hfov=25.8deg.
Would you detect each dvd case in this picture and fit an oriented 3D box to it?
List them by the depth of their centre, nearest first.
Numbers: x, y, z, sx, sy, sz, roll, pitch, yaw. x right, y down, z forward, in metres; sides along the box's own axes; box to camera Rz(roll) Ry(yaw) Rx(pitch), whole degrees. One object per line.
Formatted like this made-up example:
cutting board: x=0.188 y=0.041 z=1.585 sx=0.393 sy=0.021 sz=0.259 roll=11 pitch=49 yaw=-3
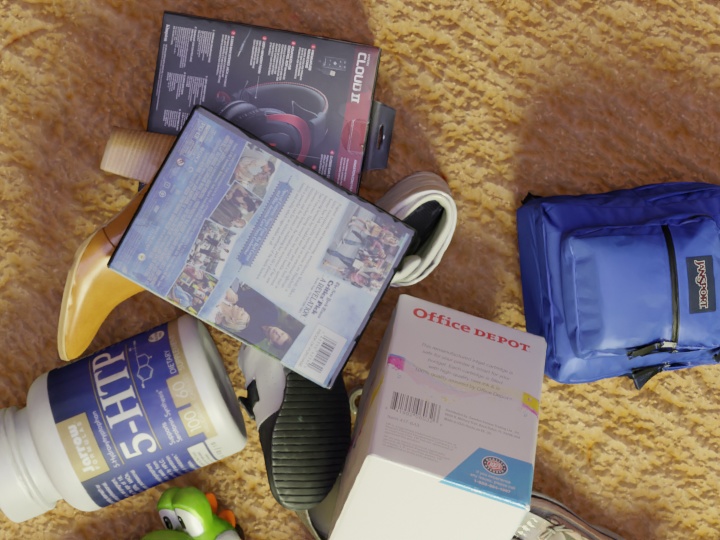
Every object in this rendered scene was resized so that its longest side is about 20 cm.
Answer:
dvd case: x=-0.074 y=-0.017 z=1.206 sx=0.199 sy=0.018 sz=0.143 roll=29 pitch=88 yaw=-8

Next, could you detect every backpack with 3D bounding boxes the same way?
backpack: x=0.243 y=0.014 z=1.272 sx=0.199 sy=0.168 sz=0.164 roll=-5 pitch=98 yaw=-8

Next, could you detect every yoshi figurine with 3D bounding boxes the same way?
yoshi figurine: x=-0.126 y=0.275 z=1.258 sx=0.112 sy=0.112 sz=0.201 roll=-22 pitch=102 yaw=8

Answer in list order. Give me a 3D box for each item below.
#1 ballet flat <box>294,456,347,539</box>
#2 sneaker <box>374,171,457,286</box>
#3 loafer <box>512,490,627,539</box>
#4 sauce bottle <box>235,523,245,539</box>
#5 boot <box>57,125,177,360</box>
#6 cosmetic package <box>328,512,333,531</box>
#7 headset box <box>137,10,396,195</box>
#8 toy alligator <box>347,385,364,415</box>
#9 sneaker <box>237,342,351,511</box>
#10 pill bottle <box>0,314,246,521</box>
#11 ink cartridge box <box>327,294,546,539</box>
ballet flat: x=-0.005 y=0.218 z=1.258 sx=0.067 sy=0.046 sz=0.201 roll=-24 pitch=77 yaw=-9
sneaker: x=0.000 y=0.000 z=1.287 sx=0.074 sy=0.116 sz=0.200 roll=42 pitch=95 yaw=-8
loafer: x=0.166 y=0.238 z=1.316 sx=0.199 sy=0.063 sz=0.072 roll=23 pitch=107 yaw=-25
sauce bottle: x=-0.193 y=0.265 z=1.336 sx=0.199 sy=0.066 sz=0.066 roll=-14 pitch=97 yaw=-1
boot: x=-0.150 y=-0.006 z=1.236 sx=0.143 sy=0.071 sz=0.202 roll=17 pitch=100 yaw=-4
cosmetic package: x=0.003 y=0.302 z=1.337 sx=0.107 sy=0.085 sz=0.201 roll=14 pitch=97 yaw=-3
headset box: x=-0.072 y=-0.123 z=1.289 sx=0.199 sy=0.075 sz=0.150 roll=8 pitch=97 yaw=-3
toy alligator: x=0.072 y=0.164 z=1.338 sx=0.199 sy=0.054 sz=0.059 roll=34 pitch=94 yaw=-6
sneaker: x=-0.059 y=0.095 z=1.268 sx=0.074 sy=0.088 sz=0.201 roll=8 pitch=75 yaw=-33
pill bottle: x=-0.205 y=0.127 z=1.284 sx=0.199 sy=0.120 sz=0.120 roll=-23 pitch=97 yaw=0
ink cartridge box: x=0.064 y=0.127 z=1.243 sx=0.128 sy=0.201 sz=0.126 roll=18 pitch=133 yaw=-3
